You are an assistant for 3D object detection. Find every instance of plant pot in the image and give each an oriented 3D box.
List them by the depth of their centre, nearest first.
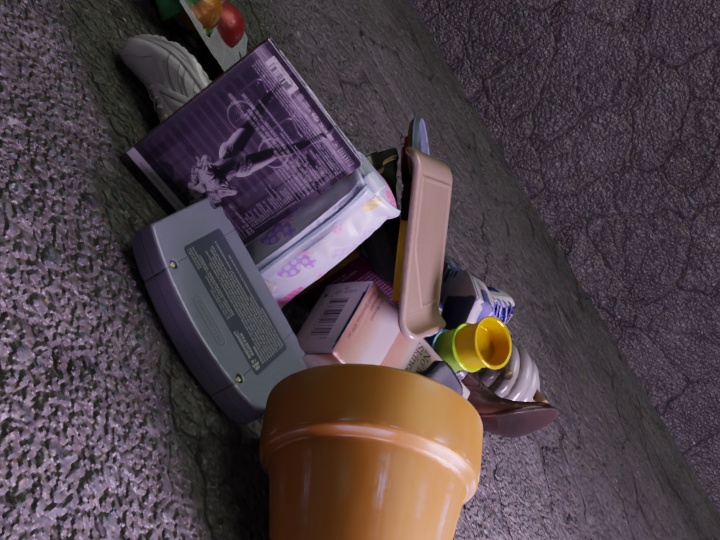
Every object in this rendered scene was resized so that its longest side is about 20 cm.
[{"bbox_3d":[0.001,0.209,0.726,0.200,0.198,0.186,42,43,-37],"label":"plant pot"}]

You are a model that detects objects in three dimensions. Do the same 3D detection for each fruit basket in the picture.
[{"bbox_3d":[-0.211,-0.348,1.156,0.187,0.092,0.201,-97,164,-47],"label":"fruit basket"}]

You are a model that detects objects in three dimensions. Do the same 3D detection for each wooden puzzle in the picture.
[{"bbox_3d":[0.069,-0.030,0.980,0.185,0.036,0.205,-6,98,-74],"label":"wooden puzzle"}]

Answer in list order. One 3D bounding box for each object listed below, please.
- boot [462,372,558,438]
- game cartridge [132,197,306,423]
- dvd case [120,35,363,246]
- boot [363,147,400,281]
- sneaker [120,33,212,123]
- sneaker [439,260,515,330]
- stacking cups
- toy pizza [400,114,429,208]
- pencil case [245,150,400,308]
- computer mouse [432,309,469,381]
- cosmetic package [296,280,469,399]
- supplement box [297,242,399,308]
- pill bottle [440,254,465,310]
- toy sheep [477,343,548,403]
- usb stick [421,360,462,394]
[{"bbox_3d":[0.173,0.143,1.249,0.065,0.182,0.202,96,-13,-46],"label":"boot"},{"bbox_3d":[-0.132,0.037,0.817,0.202,0.041,0.133,61,33,-5],"label":"game cartridge"},{"bbox_3d":[-0.117,-0.110,0.848,0.149,0.198,0.016,50,22,-21],"label":"dvd case"},{"bbox_3d":[0.022,-0.069,1.042,0.200,0.076,0.141,-41,113,-72],"label":"boot"},{"bbox_3d":[-0.194,-0.173,0.933,0.199,0.100,0.078,38,-15,7],"label":"sneaker"},{"bbox_3d":[0.162,0.049,1.153,0.113,0.082,0.200,23,10,-13],"label":"sneaker"},{"bbox_3d":[0.098,0.101,1.053,0.060,0.199,0.062,8,74,-32],"label":"stacking cups"},{"bbox_3d":[0.072,-0.100,1.129,0.200,0.031,0.205,-3,90,-80],"label":"toy pizza"},{"bbox_3d":[-0.053,-0.037,0.910,0.084,0.199,0.091,56,13,14],"label":"pencil case"},{"bbox_3d":[0.093,0.080,1.237,0.201,0.109,0.044,53,-10,25],"label":"computer mouse"},{"bbox_3d":[0.024,0.116,0.979,0.200,0.086,0.104,47,59,-28],"label":"cosmetic package"},{"bbox_3d":[0.000,0.000,1.111,0.200,0.102,0.132,40,27,-39],"label":"supplement box"},{"bbox_3d":[0.132,0.040,1.362,0.199,0.105,0.108,36,30,-45],"label":"pill bottle"},{"bbox_3d":[0.221,0.176,1.351,0.200,0.137,0.139,43,25,-28],"label":"toy sheep"},{"bbox_3d":[0.038,0.171,0.911,0.199,0.032,0.056,-39,110,-32],"label":"usb stick"}]
